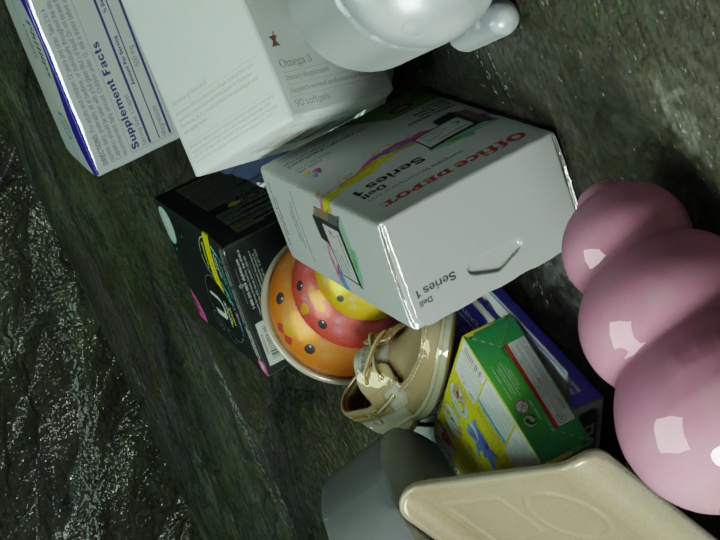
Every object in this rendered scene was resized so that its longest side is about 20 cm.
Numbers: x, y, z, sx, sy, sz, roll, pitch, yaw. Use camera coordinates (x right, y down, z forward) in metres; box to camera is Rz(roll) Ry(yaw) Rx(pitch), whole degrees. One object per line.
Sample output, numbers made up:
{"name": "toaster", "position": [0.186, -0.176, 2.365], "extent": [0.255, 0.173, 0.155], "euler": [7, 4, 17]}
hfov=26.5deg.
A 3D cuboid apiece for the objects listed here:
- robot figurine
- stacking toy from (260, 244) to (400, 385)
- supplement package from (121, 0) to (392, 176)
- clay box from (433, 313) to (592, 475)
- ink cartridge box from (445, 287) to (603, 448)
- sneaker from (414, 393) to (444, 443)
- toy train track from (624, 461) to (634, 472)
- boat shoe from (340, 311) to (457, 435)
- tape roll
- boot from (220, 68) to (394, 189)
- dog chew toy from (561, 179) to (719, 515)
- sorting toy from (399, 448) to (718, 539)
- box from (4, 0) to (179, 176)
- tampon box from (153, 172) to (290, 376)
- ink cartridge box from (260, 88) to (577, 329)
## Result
{"name": "robot figurine", "position": [0.019, -0.192, 0.977], "extent": [0.169, 0.114, 0.200], "euler": [24, 171, -17]}
{"name": "stacking toy", "position": [0.000, 0.000, 1.275], "extent": [0.147, 0.146, 0.200], "euler": [58, 158, 13]}
{"name": "supplement package", "position": [-0.085, -0.190, 1.109], "extent": [0.117, 0.117, 0.201], "euler": [-25, 88, 44]}
{"name": "clay box", "position": [0.110, 0.130, 1.162], "extent": [0.115, 0.047, 0.200], "euler": [59, 163, 22]}
{"name": "ink cartridge box", "position": [0.115, 0.070, 1.207], "extent": [0.198, 0.043, 0.201], "euler": [49, 159, 35]}
{"name": "sneaker", "position": [0.073, 0.166, 1.377], "extent": [0.078, 0.079, 0.201], "euler": [-2, 123, 35]}
{"name": "toy train track", "position": [0.189, 0.190, 1.139], "extent": [0.114, 0.033, 0.201], "euler": [33, 148, 17]}
{"name": "boat shoe", "position": [0.027, 0.083, 1.234], "extent": [0.200, 0.069, 0.074], "euler": [115, 168, -58]}
{"name": "tape roll", "position": [0.060, 0.224, 1.209], "extent": [0.200, 0.066, 0.201], "euler": [45, -162, -19]}
{"name": "boot", "position": [-0.048, -0.121, 1.225], "extent": [0.200, 0.090, 0.073], "euler": [130, 151, -51]}
{"name": "dog chew toy", "position": [0.181, 0.034, 0.864], "extent": [0.125, 0.124, 0.201], "euler": [98, 149, -61]}
{"name": "sorting toy", "position": [0.152, 0.187, 1.085], "extent": [0.185, 0.037, 0.199], "euler": [38, 145, -24]}
{"name": "box", "position": [-0.205, -0.219, 1.421], "extent": [0.105, 0.199, 0.185], "euler": [34, 147, 57]}
{"name": "tampon box", "position": [-0.102, -0.012, 1.555], "extent": [0.200, 0.126, 0.151], "euler": [31, 144, 59]}
{"name": "ink cartridge box", "position": [0.040, -0.050, 1.077], "extent": [0.200, 0.144, 0.084], "euler": [29, 143, 60]}
